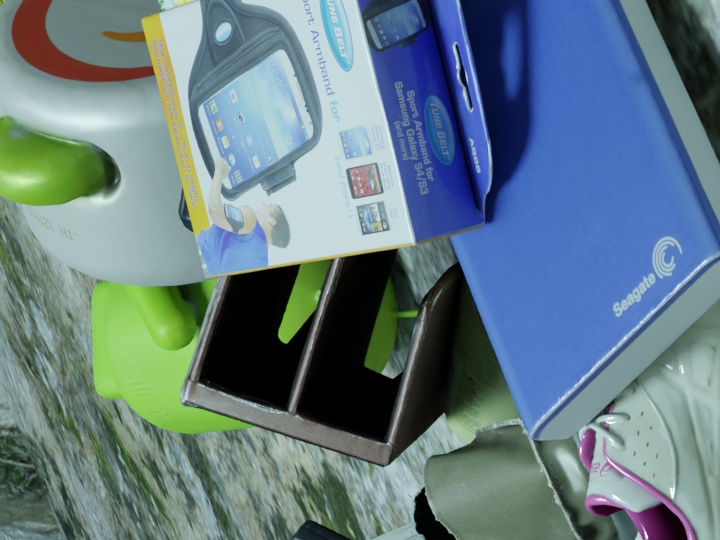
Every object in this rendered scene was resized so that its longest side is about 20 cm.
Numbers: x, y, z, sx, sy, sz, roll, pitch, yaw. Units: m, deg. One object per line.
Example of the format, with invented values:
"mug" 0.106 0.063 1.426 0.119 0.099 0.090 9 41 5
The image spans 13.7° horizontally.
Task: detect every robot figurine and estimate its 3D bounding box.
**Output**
"robot figurine" -0.063 0.030 1.671 0.200 0.175 0.116 -10 77 44

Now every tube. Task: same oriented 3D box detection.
"tube" 0.072 0.011 1.393 0.058 0.052 0.200 23 145 14

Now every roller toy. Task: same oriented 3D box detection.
"roller toy" -0.097 -0.085 1.590 0.182 0.200 0.140 -100 -2 -53

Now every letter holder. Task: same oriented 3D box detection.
"letter holder" 0.000 0.000 1.418 0.200 0.101 0.142 -24 -49 -81

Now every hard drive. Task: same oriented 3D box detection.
"hard drive" 0.074 -0.053 1.166 0.132 0.025 0.200 -48 52 42

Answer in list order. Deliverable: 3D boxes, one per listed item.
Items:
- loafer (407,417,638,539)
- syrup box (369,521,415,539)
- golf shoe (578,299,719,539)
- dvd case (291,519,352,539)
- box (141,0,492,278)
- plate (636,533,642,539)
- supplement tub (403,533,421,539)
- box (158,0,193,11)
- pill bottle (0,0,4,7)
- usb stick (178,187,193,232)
"loafer" 0.070 0.106 1.355 0.075 0.070 0.200 66 166 7
"syrup box" 0.058 0.236 1.696 0.081 0.079 0.200 -130 23 -52
"golf shoe" 0.120 0.046 1.174 0.075 0.091 0.200 136 113 -76
"dvd case" 0.051 0.212 1.449 0.200 0.018 0.143 25 138 21
"box" -0.017 -0.064 1.225 0.200 0.041 0.119 -9 95 61
"plate" 0.140 0.120 1.324 0.200 0.032 0.200 106 140 -68
"supplement tub" 0.073 0.241 1.561 0.123 0.123 0.200 -140 32 -61
"box" -0.023 -0.165 1.306 0.200 0.039 0.137 -19 93 46
"pill bottle" -0.169 -0.194 1.827 0.111 0.111 0.200 59 162 31
"usb stick" -0.051 -0.113 1.475 0.033 0.055 0.200 -160 77 -78
